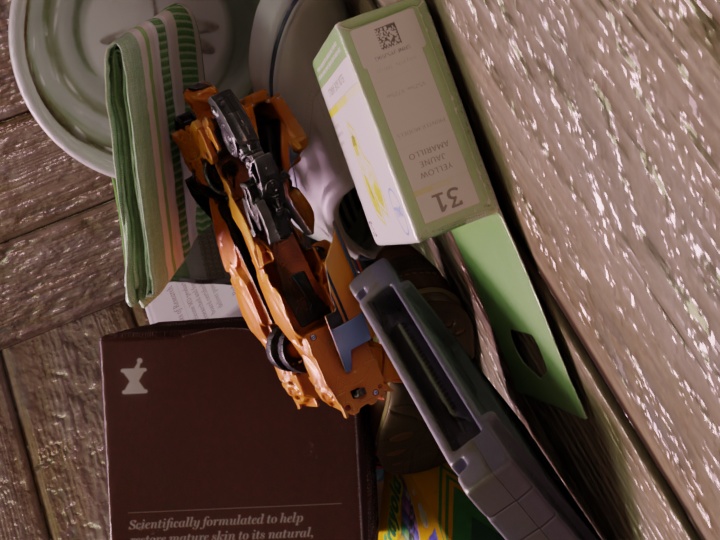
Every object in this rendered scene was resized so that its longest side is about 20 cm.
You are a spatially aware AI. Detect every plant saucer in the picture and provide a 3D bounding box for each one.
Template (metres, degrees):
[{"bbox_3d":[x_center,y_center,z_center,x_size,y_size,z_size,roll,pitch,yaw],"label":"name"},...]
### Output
[{"bbox_3d":[-0.134,-0.159,1.045,0.050,0.200,0.200,-133,21,-67],"label":"plant saucer"}]

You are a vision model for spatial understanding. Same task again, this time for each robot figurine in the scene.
[{"bbox_3d":[-0.047,-0.016,0.891,0.200,0.058,0.145,68,162,-6],"label":"robot figurine"}]

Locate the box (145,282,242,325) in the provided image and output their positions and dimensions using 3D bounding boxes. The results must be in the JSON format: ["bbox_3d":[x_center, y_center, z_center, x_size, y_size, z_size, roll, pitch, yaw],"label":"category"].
[{"bbox_3d":[-0.079,0.041,1.359,0.199,0.131,0.200,44,-170,-36],"label":"box"}]

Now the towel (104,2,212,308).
[{"bbox_3d":[-0.119,-0.078,0.944,0.200,0.023,0.153,-72,-21,-72],"label":"towel"}]

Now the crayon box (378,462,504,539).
[{"bbox_3d":[0.064,0.196,1.079,0.126,0.051,0.200,94,154,-43],"label":"crayon box"}]

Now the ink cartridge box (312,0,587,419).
[{"bbox_3d":[0.036,-0.022,0.748,0.146,0.048,0.200,-172,62,-84],"label":"ink cartridge box"}]

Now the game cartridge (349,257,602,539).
[{"bbox_3d":[0.064,0.084,0.783,0.130,0.038,0.200,46,-173,-31],"label":"game cartridge"}]

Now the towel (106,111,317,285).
[{"bbox_3d":[-0.108,-0.057,1.142,0.200,0.031,0.150,2,-112,-51],"label":"towel"}]

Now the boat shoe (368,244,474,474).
[{"bbox_3d":[0.035,0.058,0.982,0.200,0.072,0.068,86,168,-53],"label":"boat shoe"}]

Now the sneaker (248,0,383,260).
[{"bbox_3d":[-0.011,-0.089,0.923,0.071,0.073,0.200,30,150,31],"label":"sneaker"}]

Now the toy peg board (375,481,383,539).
[{"bbox_3d":[-0.031,0.240,1.390,0.200,0.098,0.199,18,-165,-46],"label":"toy peg board"}]

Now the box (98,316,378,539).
[{"bbox_3d":[-0.076,0.116,1.073,0.200,0.165,0.165,-13,-80,-87],"label":"box"}]

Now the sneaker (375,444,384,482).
[{"bbox_3d":[-0.014,0.129,1.223,0.079,0.095,0.200,-25,-51,-60],"label":"sneaker"}]

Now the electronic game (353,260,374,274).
[{"bbox_3d":[0.000,0.000,1.214,0.200,0.042,0.200,158,90,-85],"label":"electronic game"}]
